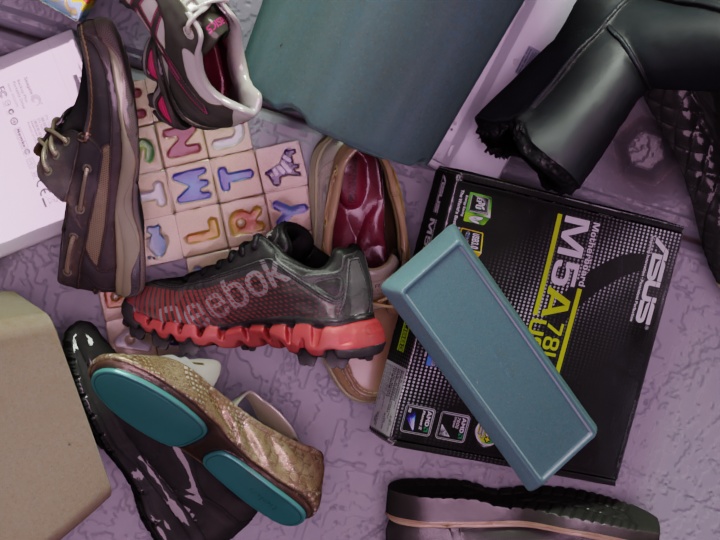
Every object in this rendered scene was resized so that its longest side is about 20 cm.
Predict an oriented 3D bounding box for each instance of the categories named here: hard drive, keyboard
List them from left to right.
[{"bbox_3d":[-0.273,-0.074,1.578,0.200,0.027,0.132,-22,98,-1],"label":"hard drive"},{"bbox_3d":[0.116,-0.155,1.618,0.056,0.011,0.200,27,93,-12],"label":"keyboard"}]

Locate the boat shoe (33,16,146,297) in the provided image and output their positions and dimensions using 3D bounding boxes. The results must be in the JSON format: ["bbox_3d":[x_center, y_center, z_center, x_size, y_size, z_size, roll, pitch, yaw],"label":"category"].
[{"bbox_3d":[-0.188,-0.073,1.524,0.073,0.075,0.200,-4,109,-7],"label":"boat shoe"}]

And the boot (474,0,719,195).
[{"bbox_3d":[0.192,-0.118,1.536,0.168,0.200,0.076,-53,139,-12],"label":"boot"}]

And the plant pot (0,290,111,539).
[{"bbox_3d":[-0.284,0.114,1.521,0.177,0.200,0.200,-22,104,-17],"label":"plant pot"}]

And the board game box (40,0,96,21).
[{"bbox_3d":[-0.185,-0.282,1.529,0.103,0.105,0.200,31,93,-8],"label":"board game box"}]

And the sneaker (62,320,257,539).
[{"bbox_3d":[-0.145,0.115,1.599,0.091,0.076,0.200,-33,105,-11],"label":"sneaker"}]

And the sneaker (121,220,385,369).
[{"bbox_3d":[-0.076,0.013,1.556,0.200,0.071,0.098,3,97,24],"label":"sneaker"}]

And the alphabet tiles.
[{"bbox_3d":[-0.118,-0.045,1.609,0.167,0.008,0.200,-12,97,-3],"label":"alphabet tiles"}]

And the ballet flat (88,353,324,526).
[{"bbox_3d":[-0.104,0.103,1.554,0.200,0.070,0.065,41,52,-25],"label":"ballet flat"}]

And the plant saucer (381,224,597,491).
[{"bbox_3d":[0.095,0.065,1.553,0.070,0.019,0.200,-41,114,-11],"label":"plant saucer"}]

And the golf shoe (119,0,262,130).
[{"bbox_3d":[-0.119,-0.185,1.461,0.077,0.088,0.200,-37,117,-27],"label":"golf shoe"}]

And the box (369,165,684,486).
[{"bbox_3d":[0.120,0.042,1.593,0.193,0.048,0.200,13,94,-23],"label":"box"}]

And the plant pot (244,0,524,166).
[{"bbox_3d":[0.021,-0.189,1.521,0.200,0.200,0.196,24,101,-7],"label":"plant pot"}]

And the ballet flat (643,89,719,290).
[{"bbox_3d":[0.255,-0.069,1.626,0.066,0.057,0.200,-26,102,-44],"label":"ballet flat"}]

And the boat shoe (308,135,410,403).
[{"bbox_3d":[0.000,0.000,1.590,0.074,0.066,0.200,-10,97,-13],"label":"boat shoe"}]

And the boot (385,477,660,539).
[{"bbox_3d":[0.114,0.231,1.632,0.200,0.077,0.139,6,100,8],"label":"boot"}]
